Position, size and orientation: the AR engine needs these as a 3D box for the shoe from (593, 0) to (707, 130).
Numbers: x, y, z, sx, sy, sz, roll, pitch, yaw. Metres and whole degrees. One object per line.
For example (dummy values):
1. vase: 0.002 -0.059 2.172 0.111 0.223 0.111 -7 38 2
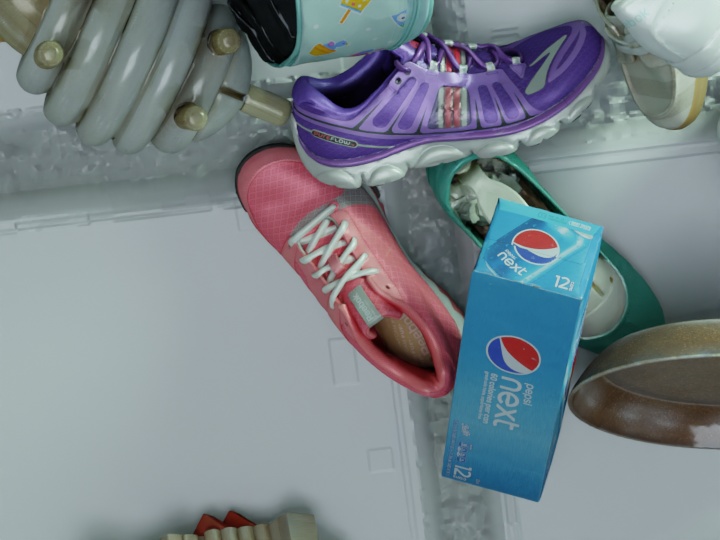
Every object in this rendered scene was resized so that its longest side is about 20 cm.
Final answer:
1. shoe: 0.156 -0.178 1.227 0.053 0.070 0.201 -20 100 -28

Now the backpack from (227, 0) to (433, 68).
1. backpack: -0.015 -0.217 1.159 0.153 0.176 0.201 -5 93 -16

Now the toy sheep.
1. toy sheep: -0.133 -0.130 1.222 0.200 0.138 0.138 28 106 -14

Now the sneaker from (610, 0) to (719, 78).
1. sneaker: 0.202 -0.217 1.176 0.088 0.075 0.201 27 75 -25

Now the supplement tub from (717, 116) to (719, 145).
1. supplement tub: 0.322 -0.042 1.229 0.144 0.145 0.200 -33 103 11

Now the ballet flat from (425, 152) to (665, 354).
1. ballet flat: 0.116 -0.007 1.284 0.067 0.070 0.200 -44 102 12

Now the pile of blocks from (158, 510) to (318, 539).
1. pile of blocks: -0.109 0.199 1.369 0.199 0.082 0.062 -8 64 -5

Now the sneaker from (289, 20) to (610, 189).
1. sneaker: 0.054 -0.112 1.234 0.199 0.081 0.084 -18 124 0

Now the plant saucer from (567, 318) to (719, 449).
1. plant saucer: 0.228 0.069 1.265 0.200 0.200 0.035 2 71 1

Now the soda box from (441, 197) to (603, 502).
1. soda box: 0.097 0.053 1.255 0.068 0.064 0.200 15 139 9

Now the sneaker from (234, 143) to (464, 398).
1. sneaker: 0.000 0.000 1.281 0.074 0.087 0.200 -41 101 12
